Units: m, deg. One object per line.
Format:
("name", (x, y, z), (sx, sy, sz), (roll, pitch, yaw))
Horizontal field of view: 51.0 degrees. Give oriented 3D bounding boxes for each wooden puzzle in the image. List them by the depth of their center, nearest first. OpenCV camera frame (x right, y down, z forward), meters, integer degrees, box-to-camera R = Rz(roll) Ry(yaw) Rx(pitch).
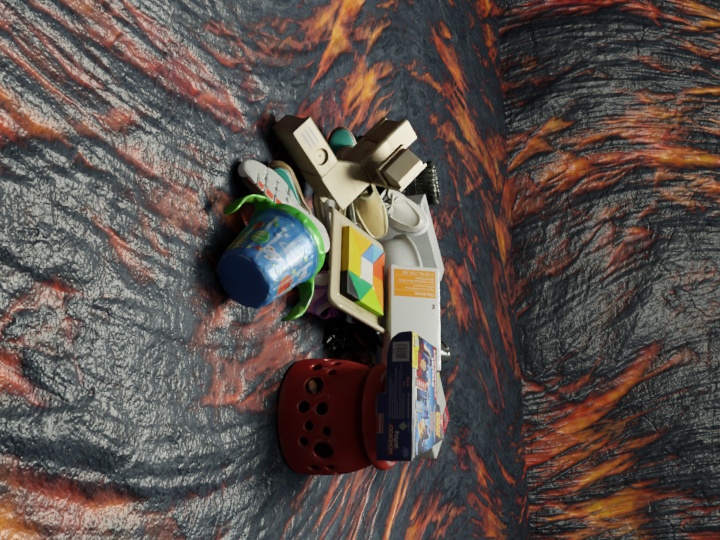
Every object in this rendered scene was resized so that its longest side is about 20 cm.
("wooden puzzle", (0.000, 0.000, 1.385), (0.185, 0.037, 0.201), (34, 47, -52))

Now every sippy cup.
("sippy cup", (-0.142, -0.014, 1.135), (0.130, 0.178, 0.140), (-46, 170, -49))

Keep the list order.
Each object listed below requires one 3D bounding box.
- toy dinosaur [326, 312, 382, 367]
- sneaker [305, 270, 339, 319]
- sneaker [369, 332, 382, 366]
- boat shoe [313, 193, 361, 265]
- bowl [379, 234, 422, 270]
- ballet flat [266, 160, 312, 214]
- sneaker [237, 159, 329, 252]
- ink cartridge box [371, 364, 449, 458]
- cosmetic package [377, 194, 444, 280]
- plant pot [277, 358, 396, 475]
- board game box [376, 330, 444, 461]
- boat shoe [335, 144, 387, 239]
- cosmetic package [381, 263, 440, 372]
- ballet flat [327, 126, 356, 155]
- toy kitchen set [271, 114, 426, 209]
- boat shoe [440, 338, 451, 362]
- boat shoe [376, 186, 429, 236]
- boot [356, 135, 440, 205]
("toy dinosaur", (-0.013, 0.133, 1.498), (0.136, 0.102, 0.201), (73, 0, -80))
("sneaker", (-0.055, 0.045, 1.406), (0.200, 0.080, 0.089), (1, 92, -63))
("sneaker", (0.057, 0.152, 1.544), (0.200, 0.078, 0.090), (-122, -136, -60))
("boat shoe", (-0.033, -0.066, 1.478), (0.075, 0.068, 0.201), (-60, 140, -54))
("bowl", (0.050, 0.024, 1.587), (0.201, 0.090, 0.202), (178, -90, -68))
("ballet flat", (-0.116, -0.102, 1.305), (0.072, 0.068, 0.201), (-94, 165, -62))
("sneaker", (-0.139, -0.086, 1.219), (0.200, 0.082, 0.077), (49, 28, -19))
("ink cartridge box", (0.093, 0.280, 1.624), (0.145, 0.144, 0.201), (-54, 135, -57))
("cosmetic package", (0.091, -0.065, 1.676), (0.052, 0.150, 0.201), (-66, 145, -52))
("plant pot", (-0.021, 0.251, 1.305), (0.200, 0.182, 0.202), (-5, 90, -70))
("board game box", (0.087, 0.219, 1.252), (0.200, 0.061, 0.201), (41, 48, -64))
("boat shoe", (0.005, -0.145, 1.477), (0.201, 0.071, 0.076), (64, -6, -22))
("cosmetic package", (0.095, 0.095, 1.441), (0.071, 0.101, 0.201), (128, -36, -70))
("ballet flat", (-0.031, -0.195, 1.534), (0.067, 0.068, 0.201), (-90, 174, -71))
("toy kitchen set", (-0.001, -0.231, 1.315), (0.200, 0.163, 0.181), (-45, 125, -15))
("boat shoe", (0.128, 0.142, 1.595), (0.200, 0.056, 0.069), (-128, -132, -60))
("boat shoe", (0.056, -0.145, 1.570), (0.072, 0.200, 0.066), (-48, 161, 2))
("boot", (0.087, -0.224, 1.685), (0.211, 0.157, 0.080), (61, 32, -46))
